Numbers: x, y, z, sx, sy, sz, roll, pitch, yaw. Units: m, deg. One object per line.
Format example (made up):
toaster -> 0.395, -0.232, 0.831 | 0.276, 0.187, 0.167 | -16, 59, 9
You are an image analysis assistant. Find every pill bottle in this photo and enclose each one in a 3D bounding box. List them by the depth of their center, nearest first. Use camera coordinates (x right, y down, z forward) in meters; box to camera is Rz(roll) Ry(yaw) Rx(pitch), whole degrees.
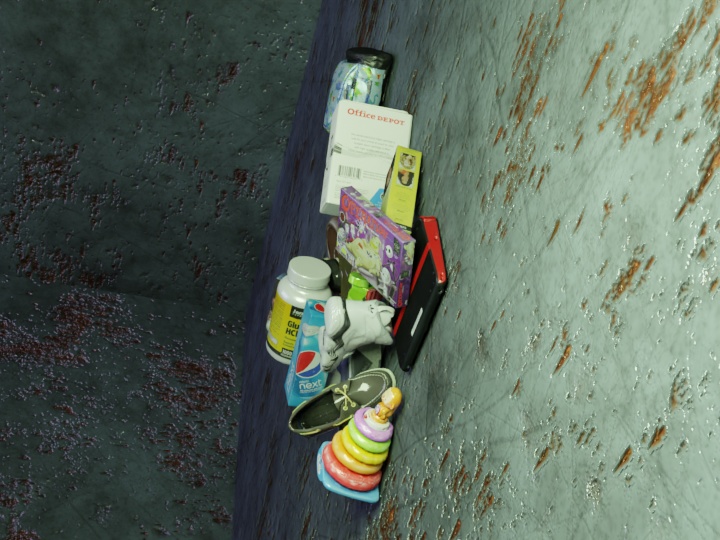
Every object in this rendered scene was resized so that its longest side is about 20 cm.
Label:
pill bottle -> -0.119, 0.079, 1.762 | 0.113, 0.111, 0.202 | -101, 22, -59

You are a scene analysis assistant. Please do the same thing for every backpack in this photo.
backpack -> -0.008, -0.382, 1.952 | 0.163, 0.151, 0.203 | -127, 34, -65

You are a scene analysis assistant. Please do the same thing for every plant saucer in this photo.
plant saucer -> -0.034, -0.024, 1.830 | 0.200, 0.032, 0.203 | 165, 90, -75

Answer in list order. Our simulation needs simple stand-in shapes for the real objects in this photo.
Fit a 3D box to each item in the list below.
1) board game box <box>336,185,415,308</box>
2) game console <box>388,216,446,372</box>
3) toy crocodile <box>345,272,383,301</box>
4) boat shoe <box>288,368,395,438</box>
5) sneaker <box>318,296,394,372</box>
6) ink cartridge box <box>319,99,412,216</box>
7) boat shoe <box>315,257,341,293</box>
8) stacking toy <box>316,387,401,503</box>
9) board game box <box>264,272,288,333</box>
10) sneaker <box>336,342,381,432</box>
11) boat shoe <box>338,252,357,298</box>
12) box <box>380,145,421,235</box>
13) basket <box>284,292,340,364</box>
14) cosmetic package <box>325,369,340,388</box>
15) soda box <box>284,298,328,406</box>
board game box -> 0.021, -0.041, 1.429 | 0.200, 0.032, 0.121 | 44, 134, 47
game console -> 0.091, 0.033, 1.402 | 0.178, 0.031, 0.202 | -100, 22, -49
toy crocodile -> 0.014, 0.038, 1.588 | 0.200, 0.061, 0.068 | -29, -44, -71
boat shoe -> -0.032, 0.226, 1.492 | 0.060, 0.200, 0.072 | 14, -133, -64
sneaker -> -0.008, 0.112, 1.477 | 0.201, 0.113, 0.076 | 104, 163, -55
ink cartridge box -> 0.010, -0.202, 1.664 | 0.084, 0.144, 0.203 | 140, 139, -74
boat shoe -> -0.073, 0.012, 1.834 | 0.201, 0.062, 0.075 | -164, 62, -72
stacking toy -> 0.014, 0.269, 1.441 | 0.117, 0.109, 0.201 | -97, 31, -59
board game box -> -0.101, 0.108, 1.854 | 0.035, 0.198, 0.137 | -32, -38, -58
sneaker -> -0.011, 0.214, 1.601 | 0.146, 0.076, 0.205 | 175, 104, -76
boat shoe -> 0.001, 0.000, 1.710 | 0.071, 0.065, 0.204 | -10, 77, 55
box -> 0.064, -0.118, 1.504 | 0.076, 0.049, 0.202 | 111, 172, -47
basket -> -0.101, 0.126, 1.986 | 0.135, 0.122, 0.203 | 160, 119, -76
cosmetic package -> -0.041, 0.184, 1.751 | 0.108, 0.084, 0.202 | -102, 24, -61
soda box -> -0.090, 0.158, 1.666 | 0.068, 0.063, 0.202 | -111, 32, -60
